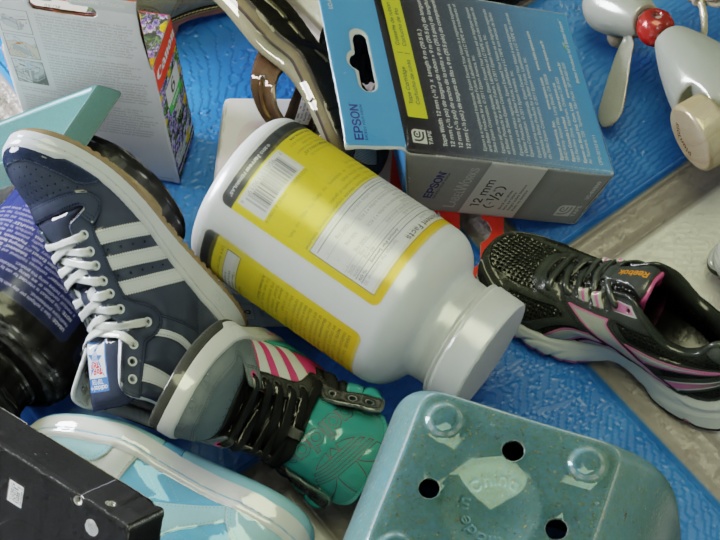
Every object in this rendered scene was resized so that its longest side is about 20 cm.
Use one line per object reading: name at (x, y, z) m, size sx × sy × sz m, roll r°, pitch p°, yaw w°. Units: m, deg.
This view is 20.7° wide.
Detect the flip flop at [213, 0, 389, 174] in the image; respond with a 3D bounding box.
flip flop at (-0.049, -0.128, 1.350) m, size 0.058 × 0.081 × 0.200 m, roll -48°, pitch 62°, yaw 18°

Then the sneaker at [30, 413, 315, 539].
sneaker at (-0.141, 0.172, 1.207) m, size 0.199 × 0.080 × 0.131 m, roll 19°, pitch 59°, yaw 16°

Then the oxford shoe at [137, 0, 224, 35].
oxford shoe at (-0.118, -0.232, 1.464) m, size 0.199 × 0.074 × 0.071 m, roll -36°, pitch 62°, yaw -18°

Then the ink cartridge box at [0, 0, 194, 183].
ink cartridge box at (-0.180, -0.141, 1.335) m, size 0.108 × 0.201 × 0.051 m, roll 9°, pitch 58°, yaw 9°

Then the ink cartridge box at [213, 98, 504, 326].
ink cartridge box at (-0.002, -0.041, 1.353) m, size 0.198 × 0.057 × 0.164 m, roll -1°, pitch 57°, yaw 8°

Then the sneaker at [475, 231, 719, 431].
sneaker at (0.171, 0.019, 1.279) m, size 0.199 × 0.087 × 0.081 m, roll 24°, pitch 59°, yaw 18°

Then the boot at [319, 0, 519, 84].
boot at (0.017, -0.239, 1.459) m, size 0.199 × 0.077 × 0.168 m, roll -29°, pitch 62°, yaw -19°

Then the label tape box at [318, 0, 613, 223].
label tape box at (0.059, -0.114, 1.340) m, size 0.198 × 0.066 × 0.144 m, roll 4°, pitch 55°, yaw -24°

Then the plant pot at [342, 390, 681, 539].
plant pot at (0.073, 0.178, 1.119) m, size 0.195 × 0.201 × 0.197 m, roll 16°, pitch 60°, yaw 14°

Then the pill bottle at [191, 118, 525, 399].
pill bottle at (0.000, 0.000, 1.243) m, size 0.199 × 0.112 × 0.112 m, roll 35°, pitch 65°, yaw 13°

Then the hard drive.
hard drive at (-0.208, 0.160, 1.174) m, size 0.199 × 0.141 × 0.038 m, roll 25°, pitch 26°, yaw 28°

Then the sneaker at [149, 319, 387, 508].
sneaker at (-0.046, 0.094, 1.201) m, size 0.120 × 0.200 × 0.084 m, roll 32°, pitch 100°, yaw 12°

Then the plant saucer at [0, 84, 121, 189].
plant saucer at (-0.243, -0.080, 1.334) m, size 0.199 × 0.019 × 0.070 m, roll -15°, pitch 37°, yaw 44°

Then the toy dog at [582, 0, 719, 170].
toy dog at (0.232, -0.127, 1.384) m, size 0.131 × 0.097 × 0.201 m, roll -12°, pitch 43°, yaw -1°

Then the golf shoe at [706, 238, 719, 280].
golf shoe at (0.324, -0.044, 1.306) m, size 0.199 × 0.098 × 0.078 m, roll -28°, pitch 58°, yaw -15°

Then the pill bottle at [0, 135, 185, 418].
pill bottle at (-0.211, 0.016, 1.290) m, size 0.111 × 0.112 × 0.201 m, roll 26°, pitch 62°, yaw 18°

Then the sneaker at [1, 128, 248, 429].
sneaker at (-0.161, 0.012, 1.211) m, size 0.070 × 0.200 × 0.109 m, roll -14°, pitch 37°, yaw 50°
